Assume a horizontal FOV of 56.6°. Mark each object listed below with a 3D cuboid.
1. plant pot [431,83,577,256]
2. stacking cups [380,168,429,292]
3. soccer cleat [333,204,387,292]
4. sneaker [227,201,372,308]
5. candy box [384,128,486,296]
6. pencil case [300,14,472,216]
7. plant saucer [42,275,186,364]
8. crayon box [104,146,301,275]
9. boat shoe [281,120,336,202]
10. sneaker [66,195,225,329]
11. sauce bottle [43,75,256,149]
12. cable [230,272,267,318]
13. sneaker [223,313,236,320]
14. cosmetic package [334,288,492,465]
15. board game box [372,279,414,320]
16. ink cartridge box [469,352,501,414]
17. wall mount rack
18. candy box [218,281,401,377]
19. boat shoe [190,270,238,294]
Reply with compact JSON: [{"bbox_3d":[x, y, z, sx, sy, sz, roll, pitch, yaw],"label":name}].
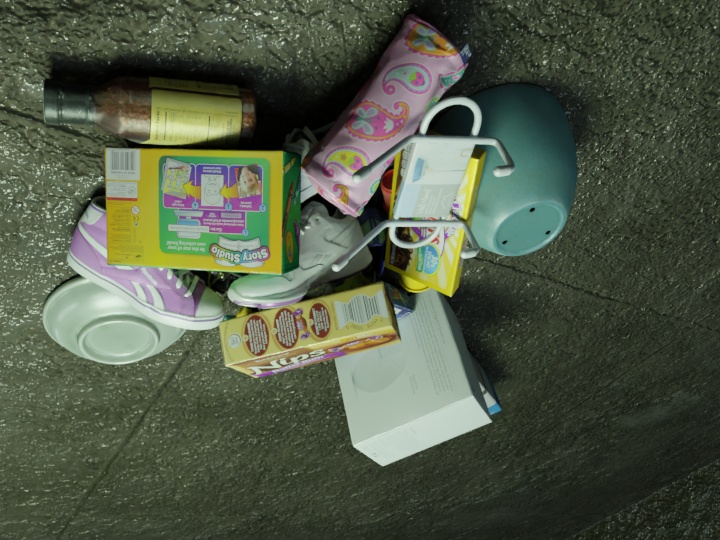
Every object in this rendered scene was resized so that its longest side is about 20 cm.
[{"bbox_3d":[0.182,-0.100,0.811,0.195,0.137,0.202,-10,143,-8],"label":"plant pot"},{"bbox_3d":[0.062,-0.055,0.900,0.059,0.061,0.202,-18,138,3],"label":"stacking cups"},{"bbox_3d":[-0.001,0.000,0.913,0.063,0.085,0.202,-6,143,-13],"label":"soccer cleat"},{"bbox_3d":[-0.075,-0.020,0.770,0.198,0.102,0.074,-25,-164,-40],"label":"sneaker"},{"bbox_3d":[0.082,-0.067,0.786,0.100,0.026,0.203,23,135,20],"label":"candy box"},{"bbox_3d":[0.024,-0.153,0.673,0.201,0.087,0.087,-52,137,3],"label":"pencil case"},{"bbox_3d":[-0.332,0.080,0.921,0.195,0.051,0.202,-11,142,-8],"label":"plant saucer"},{"bbox_3d":[-0.162,-0.063,0.687,0.195,0.122,0.058,3,-173,11],"label":"crayon box"},{"bbox_3d":[-0.058,-0.127,0.739,0.197,0.074,0.066,-28,133,-15],"label":"boat shoe"},{"bbox_3d":[-0.235,-0.013,0.779,0.198,0.073,0.115,28,117,-16],"label":"sneaker"},{"bbox_3d":[-0.202,-0.157,0.655,0.195,0.067,0.067,2,140,-19],"label":"sauce bottle"},{"bbox_3d":[-0.117,0.027,0.820,0.095,0.051,0.201,-9,151,-9],"label":"cable"},{"bbox_3d":[-0.121,0.077,0.987,0.198,0.094,0.071,-14,145,-53],"label":"sneaker"},{"bbox_3d":[0.077,0.166,1.059,0.197,0.203,0.123,-25,143,14],"label":"cosmetic package"},{"bbox_3d":[0.000,0.070,0.957,0.133,0.035,0.200,-30,168,8],"label":"board game box"},{"bbox_3d":[0.167,0.227,1.268,0.142,0.086,0.200,-26,143,13],"label":"ink cartridge box"},{"bbox_3d":[0.055,-0.071,0.671,0.169,0.076,0.202,-3,138,-17],"label":"wall mount rack"},{"bbox_3d":[-0.055,0.074,0.794,0.195,0.058,0.117,-15,163,4],"label":"candy box"},{"bbox_3d":[-0.172,-0.002,0.865,0.197,0.062,0.072,4,140,-25],"label":"boat shoe"}]
